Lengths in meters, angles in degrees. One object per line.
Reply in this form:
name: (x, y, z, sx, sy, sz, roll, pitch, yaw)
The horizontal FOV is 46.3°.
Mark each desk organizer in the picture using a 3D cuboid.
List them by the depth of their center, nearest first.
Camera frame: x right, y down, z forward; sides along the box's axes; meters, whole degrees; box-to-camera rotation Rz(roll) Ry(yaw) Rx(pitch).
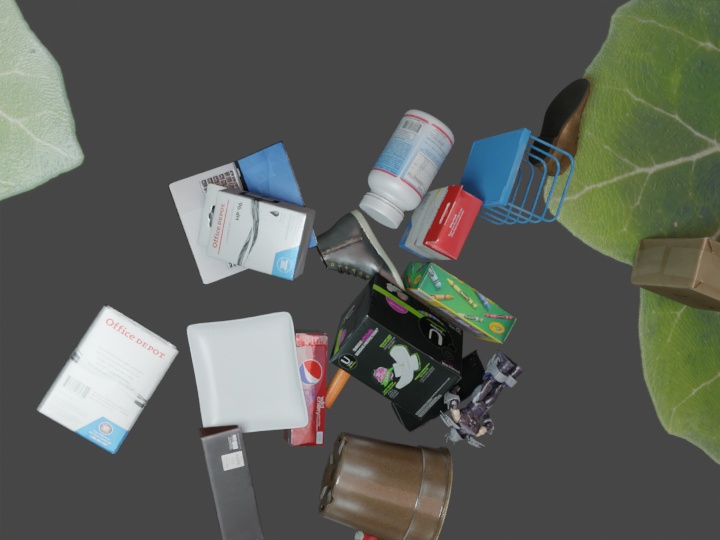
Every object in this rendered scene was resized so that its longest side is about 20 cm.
desk organizer: (-0.227, 0.369, 1.467, 0.071, 0.077, 0.203, -12, 98, -15)

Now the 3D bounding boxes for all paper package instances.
paper package: (0.674, 0.010, 1.668, 0.189, 0.200, 0.105, 19, 86, -16)

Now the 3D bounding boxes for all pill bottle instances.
pill bottle: (0.082, -0.183, 1.542, 0.108, 0.109, 0.201, 33, 82, -14)

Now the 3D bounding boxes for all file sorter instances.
file sorter: (0.280, -0.162, 1.555, 0.122, 0.200, 0.140, 22, 85, -19)

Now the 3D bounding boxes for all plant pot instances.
plant pot: (0.037, 0.387, 1.502, 0.196, 0.200, 0.203, 17, 86, -7)

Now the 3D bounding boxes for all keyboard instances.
keyboard: (0.144, 0.210, 1.610, 0.199, 0.021, 0.128, -29, 104, -15)

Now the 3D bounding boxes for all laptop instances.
laptop: (-0.205, -0.097, 1.457, 0.198, 0.116, 0.189, -21, 95, -15)

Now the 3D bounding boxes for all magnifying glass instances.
magnifying glass: (-0.014, 0.165, 1.565, 0.079, 0.022, 0.201, 35, 79, -13)

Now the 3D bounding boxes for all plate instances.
plate: (-0.194, 0.180, 1.470, 0.197, 0.032, 0.202, -8, 93, 15)

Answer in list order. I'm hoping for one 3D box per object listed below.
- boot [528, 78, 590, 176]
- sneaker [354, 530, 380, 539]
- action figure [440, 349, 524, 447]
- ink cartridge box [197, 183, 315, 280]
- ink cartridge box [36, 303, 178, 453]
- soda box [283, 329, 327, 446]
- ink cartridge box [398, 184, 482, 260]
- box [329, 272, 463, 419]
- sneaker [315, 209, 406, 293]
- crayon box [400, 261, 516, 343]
boot: (0.406, -0.281, 1.665, 0.075, 0.073, 0.202, 29, 87, -33)
sneaker: (0.073, 0.547, 1.558, 0.199, 0.085, 0.077, 36, 82, -13)
action figure: (0.228, 0.250, 1.602, 0.130, 0.069, 0.201, 39, 90, -33)
ink cartridge box: (-0.187, -0.068, 1.418, 0.197, 0.068, 0.118, 15, 102, 9)
ink cartridge box: (-0.421, 0.178, 1.412, 0.146, 0.086, 0.201, 34, 80, -14)
soda box: (-0.098, 0.209, 1.513, 0.063, 0.070, 0.203, 3, 90, -16)
ink cartridge box: (0.148, -0.084, 1.514, 0.067, 0.200, 0.117, 27, 84, -14)
box: (0.066, 0.131, 1.480, 0.199, 0.149, 0.125, 34, 119, -12)
sneaker: (0.000, 0.000, 1.546, 0.106, 0.075, 0.201, -32, 90, -8)
crayon box: (0.177, 0.059, 1.567, 0.199, 0.119, 0.059, 32, 82, -14)
